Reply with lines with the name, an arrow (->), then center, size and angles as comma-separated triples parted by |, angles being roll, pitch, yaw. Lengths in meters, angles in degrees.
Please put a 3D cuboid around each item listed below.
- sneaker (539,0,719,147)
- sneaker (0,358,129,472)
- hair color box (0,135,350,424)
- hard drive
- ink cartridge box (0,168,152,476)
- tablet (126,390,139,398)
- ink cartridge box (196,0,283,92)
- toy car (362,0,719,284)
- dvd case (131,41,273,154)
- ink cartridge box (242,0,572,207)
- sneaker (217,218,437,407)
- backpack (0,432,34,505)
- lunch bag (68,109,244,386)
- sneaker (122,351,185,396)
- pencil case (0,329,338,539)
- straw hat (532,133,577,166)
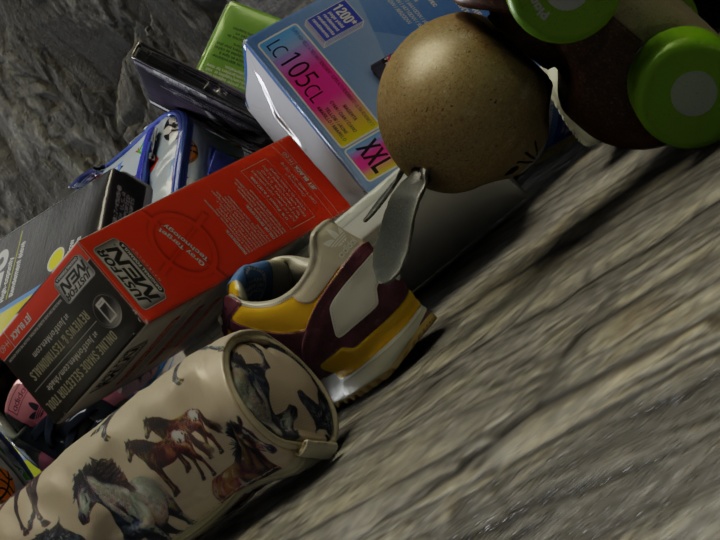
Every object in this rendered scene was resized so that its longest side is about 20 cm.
sneaker -> 0.173, -0.136, 1.323 | 0.099, 0.070, 0.200 | -30, 13, 24
sneaker -> -0.154, 0.094, 1.270 | 0.200, 0.082, 0.070 | 19, 77, 53
hair color box -> -0.101, 0.002, 1.276 | 0.102, 0.061, 0.200 | -46, -8, 36
hard drive -> 0.000, 0.000, 1.339 | 0.200, 0.026, 0.132 | -40, -18, 7
ink cartridge box -> -0.219, 0.056, 1.488 | 0.200, 0.047, 0.198 | -28, 45, 38
tablet -> -0.189, 0.164, 1.374 | 0.130, 0.014, 0.200 | -37, 23, 29
ink cartridge box -> -0.012, -0.106, 1.655 | 0.076, 0.148, 0.200 | -64, -25, -5
toy car -> 0.073, -0.079, 1.147 | 0.200, 0.158, 0.164 | -49, 14, 13
dvd case -> -0.076, -0.098, 1.527 | 0.016, 0.149, 0.200 | -64, -1, -5
ink cartridge box -> 0.046, -0.121, 1.401 | 0.200, 0.136, 0.076 | -30, -23, -20
sneaker -> -0.048, 0.041, 1.247 | 0.200, 0.090, 0.075 | -35, 8, 39
backpack -> -0.253, 0.156, 1.242 | 0.154, 0.200, 0.191 | -18, 22, 31
lunch bag -> -0.147, -0.009, 1.549 | 0.160, 0.076, 0.200 | -36, 37, 38
sneaker -> -0.123, 0.103, 1.460 | 0.200, 0.075, 0.087 | -33, 35, 32
pencil case -> -0.102, 0.110, 1.153 | 0.200, 0.090, 0.078 | -38, -22, 23
straw hat -> 0.077, -0.102, 1.509 | 0.201, 0.201, 0.085 | -43, -34, -26
